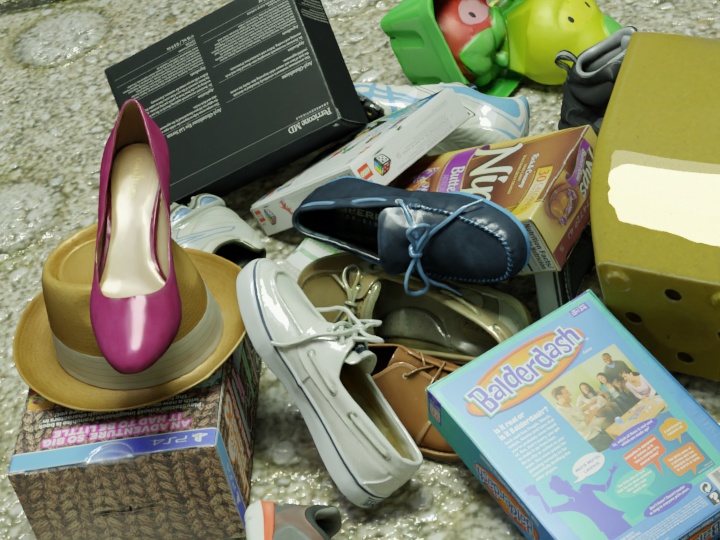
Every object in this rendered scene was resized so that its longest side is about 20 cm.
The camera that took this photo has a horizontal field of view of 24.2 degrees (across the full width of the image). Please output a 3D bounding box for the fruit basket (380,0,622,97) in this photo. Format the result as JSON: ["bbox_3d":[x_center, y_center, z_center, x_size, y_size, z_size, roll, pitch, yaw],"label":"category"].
[{"bbox_3d":[0.151,-0.243,1.601,0.214,0.156,0.216,-24,26,12],"label":"fruit basket"}]

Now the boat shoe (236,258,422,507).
[{"bbox_3d":[-0.014,0.066,1.229,0.086,0.074,0.203,-37,73,28],"label":"boat shoe"}]

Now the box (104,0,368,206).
[{"bbox_3d":[-0.113,-0.156,1.517,0.198,0.143,0.079,-24,-10,20],"label":"box"}]

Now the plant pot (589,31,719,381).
[{"bbox_3d":[0.269,-0.031,1.258,0.194,0.195,0.201,13,55,29],"label":"plant pot"}]

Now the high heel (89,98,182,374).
[{"bbox_3d":[-0.163,-0.025,1.171,0.066,0.097,0.201,-8,44,-2],"label":"high heel"}]

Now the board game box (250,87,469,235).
[{"bbox_3d":[-0.004,-0.092,1.461,0.126,0.035,0.199,-39,11,-27],"label":"board game box"}]

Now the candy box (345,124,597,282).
[{"bbox_3d":[0.094,-0.048,1.345,0.198,0.057,0.117,-7,37,42],"label":"candy box"}]

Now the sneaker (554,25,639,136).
[{"bbox_3d":[0.260,-0.146,1.455,0.198,0.115,0.076,6,42,25],"label":"sneaker"}]

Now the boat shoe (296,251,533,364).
[{"bbox_3d":[0.033,0.034,1.309,0.199,0.074,0.063,17,16,21],"label":"boat shoe"}]

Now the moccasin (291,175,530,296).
[{"bbox_3d":[0.034,-0.020,1.274,0.198,0.081,0.068,9,26,38],"label":"moccasin"}]

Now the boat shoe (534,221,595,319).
[{"bbox_3d":[0.190,-0.036,1.378,0.090,0.071,0.201,-3,39,14],"label":"boat shoe"}]

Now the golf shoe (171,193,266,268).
[{"bbox_3d":[-0.168,0.010,1.442,0.097,0.079,0.200,29,56,35],"label":"golf shoe"}]

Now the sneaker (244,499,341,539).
[{"bbox_3d":[-0.031,0.224,1.133,0.081,0.078,0.201,-9,39,-3],"label":"sneaker"}]

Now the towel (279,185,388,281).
[{"bbox_3d":[0.000,0.000,1.431,0.148,0.031,0.200,18,49,36],"label":"towel"}]

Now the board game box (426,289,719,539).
[{"bbox_3d":[0.162,0.124,1.176,0.151,0.045,0.200,-29,55,-17],"label":"board game box"}]

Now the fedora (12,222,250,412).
[{"bbox_3d":[-0.178,0.019,1.264,0.198,0.082,0.202,-9,39,7],"label":"fedora"}]

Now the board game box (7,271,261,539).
[{"bbox_3d":[-0.167,0.109,1.297,0.157,0.098,0.201,-8,39,9],"label":"board game box"}]

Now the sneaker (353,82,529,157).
[{"bbox_3d":[0.065,-0.144,1.552,0.198,0.072,0.073,14,51,26],"label":"sneaker"}]

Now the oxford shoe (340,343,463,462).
[{"bbox_3d":[0.052,0.094,1.267,0.198,0.072,0.072,6,41,22],"label":"oxford shoe"}]
